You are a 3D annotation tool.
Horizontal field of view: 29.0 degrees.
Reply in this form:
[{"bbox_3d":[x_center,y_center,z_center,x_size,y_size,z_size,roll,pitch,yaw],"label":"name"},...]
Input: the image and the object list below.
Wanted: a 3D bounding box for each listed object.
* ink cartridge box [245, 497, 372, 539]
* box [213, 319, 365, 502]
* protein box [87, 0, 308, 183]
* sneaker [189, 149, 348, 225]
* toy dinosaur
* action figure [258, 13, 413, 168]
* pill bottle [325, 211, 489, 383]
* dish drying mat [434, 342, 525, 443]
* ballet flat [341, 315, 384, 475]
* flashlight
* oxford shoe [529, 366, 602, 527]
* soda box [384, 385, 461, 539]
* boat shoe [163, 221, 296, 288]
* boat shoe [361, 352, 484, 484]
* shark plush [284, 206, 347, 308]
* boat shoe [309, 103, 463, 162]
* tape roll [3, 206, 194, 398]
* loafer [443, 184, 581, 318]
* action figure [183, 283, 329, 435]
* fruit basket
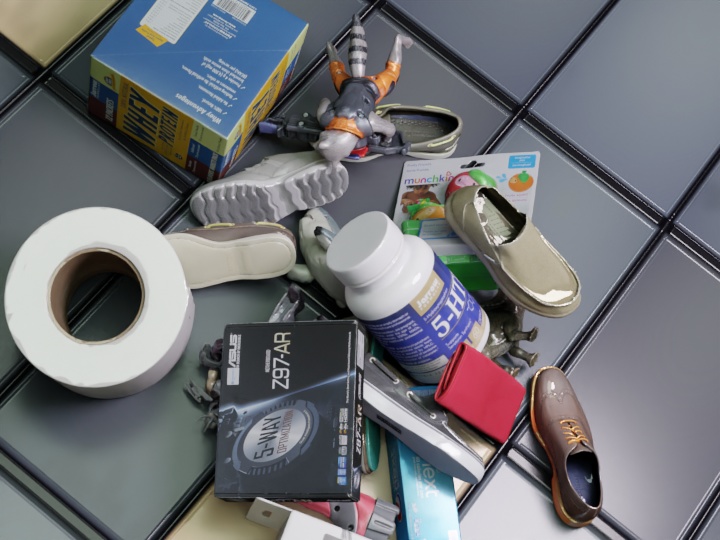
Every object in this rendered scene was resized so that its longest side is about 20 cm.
[{"bbox_3d":[-0.041,0.328,1.555,0.199,0.116,0.067,21,66,-2],"label":"ink cartridge box"},{"bbox_3d":[-0.078,0.158,1.566,0.160,0.044,0.201,-1,73,13],"label":"box"},{"bbox_3d":[-0.206,-0.256,1.751,0.198,0.135,0.200,31,65,1],"label":"protein box"},{"bbox_3d":[-0.118,-0.103,1.756,0.199,0.075,0.082,-13,34,-10],"label":"sneaker"},{"bbox_3d":[0.157,0.091,1.728,0.102,0.077,0.200,33,72,33],"label":"toy dinosaur"},{"bbox_3d":[-0.032,-0.217,1.747,0.199,0.105,0.194,4,57,10],"label":"action figure"},{"bbox_3d":[0.052,0.029,1.633,0.200,0.119,0.120,47,60,-32],"label":"pill bottle"},{"bbox_3d":[0.142,0.145,1.634,0.018,0.200,0.077,17,79,31],"label":"dish drying mat"},{"bbox_3d":[-0.007,0.149,1.674,0.063,0.067,0.201,-4,67,17],"label":"ballet flat"},{"bbox_3d":[-0.057,0.268,1.606,0.199,0.068,0.068,20,103,0],"label":"flashlight"},{"bbox_3d":[0.258,0.205,1.692,0.071,0.073,0.201,-9,70,-15],"label":"oxford shoe"},{"bbox_3d":[0.071,0.241,1.640,0.064,0.068,0.201,-1,68,-11],"label":"soda box"},{"bbox_3d":[-0.177,-0.024,1.702,0.199,0.072,0.060,-4,24,1],"label":"boat shoe"},{"bbox_3d":[0.067,0.165,1.601,0.200,0.070,0.066,33,68,14],"label":"boat shoe"},{"bbox_3d":[0.000,0.000,1.730,0.200,0.091,0.083,34,35,8],"label":"shark plush"},{"bbox_3d":[0.034,-0.184,1.813,0.201,0.060,0.072,0,68,-12],"label":"boat shoe"},{"bbox_3d":[-0.293,0.040,1.585,0.202,0.139,0.204,1,80,-5],"label":"tape roll"},{"bbox_3d":[0.181,-0.024,1.625,0.200,0.068,0.076,42,69,1],"label":"loafer"},{"bbox_3d":[-0.124,0.115,1.653,0.130,0.069,0.200,41,69,1],"label":"action figure"},{"bbox_3d":[0.125,-0.071,1.741,0.185,0.094,0.201,-2,58,20],"label":"fruit basket"}]
